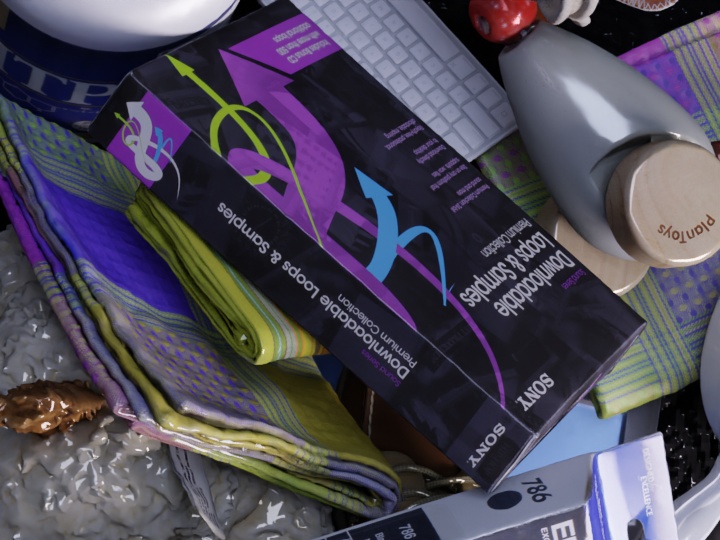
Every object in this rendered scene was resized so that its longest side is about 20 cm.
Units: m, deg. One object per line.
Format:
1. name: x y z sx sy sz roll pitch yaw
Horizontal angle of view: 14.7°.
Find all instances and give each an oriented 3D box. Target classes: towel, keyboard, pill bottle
1. towel: -0.067 0.010 1.059 0.143 0.023 0.200 23 25 -43
2. towel: 0.154 -0.033 1.200 0.199 0.023 0.144 -24 82 -23
3. keyboard: -0.014 -0.120 1.180 0.056 0.011 0.200 -36 73 -17
4. pill bottle: -0.100 -0.133 1.088 0.119 0.200 0.120 3 75 -11
5. towel: 0.000 0.000 1.084 0.199 0.018 0.086 -2 48 -51

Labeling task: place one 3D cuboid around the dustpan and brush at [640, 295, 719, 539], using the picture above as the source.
1. dustpan and brush: 0.170 0.060 1.146 0.200 0.057 0.140 -37 116 -16

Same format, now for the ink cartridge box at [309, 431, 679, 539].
1. ink cartridge box: 0.031 0.134 1.011 0.199 0.039 0.100 -18 114 -10

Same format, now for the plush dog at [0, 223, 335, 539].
1. plush dog: -0.135 0.100 1.055 0.200 0.160 0.172 45 107 11

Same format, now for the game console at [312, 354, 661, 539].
1. game console: 0.035 0.087 1.151 0.176 0.031 0.201 12 74 -9

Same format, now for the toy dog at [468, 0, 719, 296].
1. toy dog: 0.100 -0.086 1.113 0.096 0.132 0.201 -29 116 -24

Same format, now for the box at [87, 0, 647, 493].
1. box: 0.008 -0.015 1.059 0.200 0.036 0.143 43 27 5

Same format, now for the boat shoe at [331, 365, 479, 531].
1. boat shoe: 0.029 0.110 1.092 0.075 0.074 0.201 3 76 -15
